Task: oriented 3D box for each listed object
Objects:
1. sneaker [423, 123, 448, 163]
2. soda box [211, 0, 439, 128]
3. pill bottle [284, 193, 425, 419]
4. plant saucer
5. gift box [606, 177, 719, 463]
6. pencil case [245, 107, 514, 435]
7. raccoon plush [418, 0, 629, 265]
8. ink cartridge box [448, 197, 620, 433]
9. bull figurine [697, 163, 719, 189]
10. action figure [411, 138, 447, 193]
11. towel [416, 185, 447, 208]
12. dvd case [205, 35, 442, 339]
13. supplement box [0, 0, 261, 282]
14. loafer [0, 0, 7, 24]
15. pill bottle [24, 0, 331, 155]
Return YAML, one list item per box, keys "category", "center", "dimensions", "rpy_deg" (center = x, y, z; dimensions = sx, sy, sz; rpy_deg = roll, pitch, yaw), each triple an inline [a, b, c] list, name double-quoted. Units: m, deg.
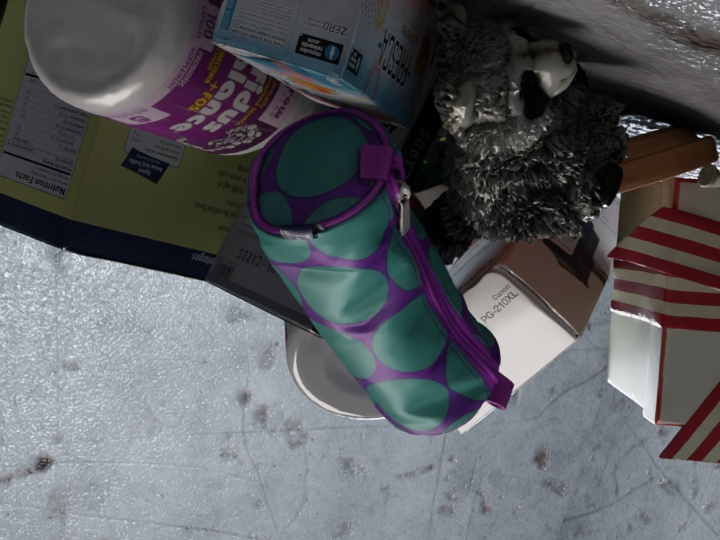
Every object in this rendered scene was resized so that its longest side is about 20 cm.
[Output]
- category: "sneaker"
  center: [0.083, -0.108, 1.106]
  dimensions: [0.200, 0.075, 0.085]
  rpy_deg: [19, -178, 40]
- category: "soda box"
  center: [-0.009, -0.121, 0.633]
  dimensions: [0.063, 0.069, 0.200]
  rpy_deg: [17, -177, 11]
- category: "pill bottle"
  center: [0.000, 0.000, 0.896]
  dimensions: [0.114, 0.114, 0.200]
  rpy_deg: [17, -148, -17]
- category: "plant saucer"
  center: [0.138, -0.062, 0.848]
  dimensions: [0.200, 0.032, 0.200]
  rpy_deg: [-15, -177, 1]
- category: "gift box"
  center: [0.257, 0.027, 0.870]
  dimensions: [0.199, 0.185, 0.187]
  rpy_deg: [-2, -176, -2]
- category: "pencil case"
  center: [0.013, 0.008, 0.702]
  dimensions: [0.092, 0.085, 0.200]
  rpy_deg: [3, 143, 31]
- category: "raccoon plush"
  center: [0.053, -0.057, 0.695]
  dimensions: [0.134, 0.200, 0.097]
  rpy_deg: [17, -142, -37]
- category: "ink cartridge box"
  center: [0.121, 0.015, 0.993]
  dimensions: [0.084, 0.145, 0.200]
  rpy_deg: [42, -143, -3]
- category: "bull figurine"
  center: [0.278, -0.037, 0.662]
  dimensions: [0.121, 0.065, 0.200]
  rpy_deg: [21, 178, -31]
- category: "action figure"
  center: [0.103, -0.095, 0.878]
  dimensions: [0.118, 0.055, 0.200]
  rpy_deg: [-17, 178, 30]
- category: "towel"
  center: [0.081, -0.081, 1.185]
  dimensions: [0.191, 0.032, 0.200]
  rpy_deg: [-6, -149, -24]
- category: "dvd case"
  center: [-0.018, -0.064, 0.819]
  dimensions: [0.025, 0.200, 0.150]
  rpy_deg: [28, 176, -34]
- category: "supplement box"
  center: [-0.153, -0.108, 0.909]
  dimensions: [0.134, 0.200, 0.200]
  rpy_deg: [19, -177, 37]
- category: "loafer"
  center: [-0.379, -0.263, 1.260]
  dimensions: [0.199, 0.076, 0.067]
  rpy_deg: [7, -179, -1]
- category: "pill bottle"
  center: [-0.096, -0.131, 0.759]
  dimensions: [0.112, 0.113, 0.200]
  rpy_deg: [18, -177, 28]
